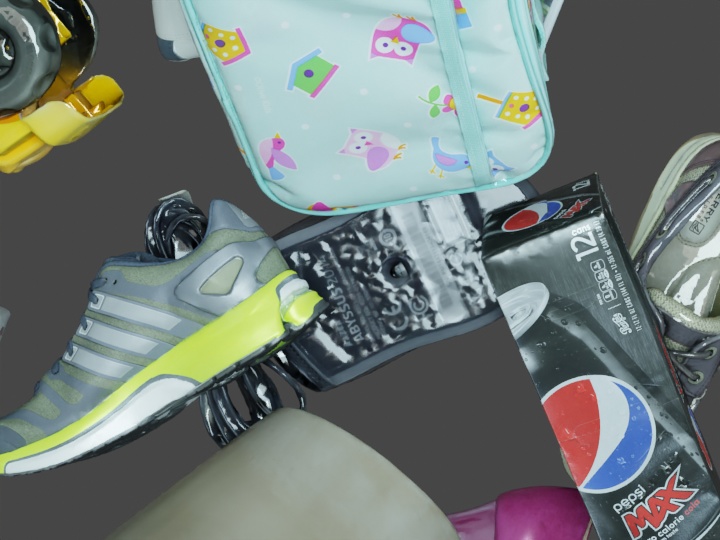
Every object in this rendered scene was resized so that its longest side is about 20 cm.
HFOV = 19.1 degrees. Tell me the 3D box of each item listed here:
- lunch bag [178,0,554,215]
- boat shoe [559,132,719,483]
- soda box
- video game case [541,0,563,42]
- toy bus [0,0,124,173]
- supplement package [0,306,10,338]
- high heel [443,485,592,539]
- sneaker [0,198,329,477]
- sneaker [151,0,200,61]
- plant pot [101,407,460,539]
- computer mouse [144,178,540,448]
[{"bbox_3d":[0.008,-0.117,0.981,0.160,0.200,0.077,-6,48,12],"label":"lunch bag"},{"bbox_3d":[0.159,0.023,1.092,0.072,0.065,0.200,25,88,-8],"label":"boat shoe"},{"bbox_3d":[0.123,0.060,1.035,0.063,0.071,0.200,-21,105,10],"label":"soda box"},{"bbox_3d":[0.052,-0.235,1.038,0.182,0.023,0.200,30,75,-25],"label":"video game case"},{"bbox_3d":[-0.241,-0.104,1.029,0.192,0.136,0.200,-40,96,8],"label":"toy bus"},{"bbox_3d":[-0.278,0.083,1.025,0.155,0.111,0.201,22,88,-5],"label":"supplement package"},{"bbox_3d":[0.090,0.211,1.079,0.096,0.067,0.201,-11,87,5],"label":"high heel"},{"bbox_3d":[-0.115,0.037,1.051,0.200,0.074,0.081,-30,84,11],"label":"sneaker"},{"bbox_3d":[-0.010,-0.138,1.084,0.199,0.073,0.071,0,118,-9],"label":"sneaker"},{"bbox_3d":[-0.046,0.168,1.019,0.200,0.200,0.174,41,71,-4],"label":"plant pot"},{"bbox_3d":[0.000,0.000,1.088,0.199,0.053,0.139,-20,93,7],"label":"computer mouse"}]
